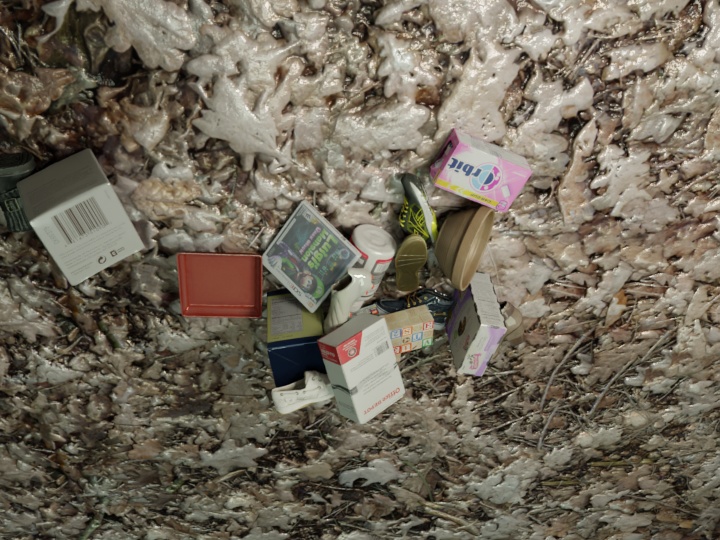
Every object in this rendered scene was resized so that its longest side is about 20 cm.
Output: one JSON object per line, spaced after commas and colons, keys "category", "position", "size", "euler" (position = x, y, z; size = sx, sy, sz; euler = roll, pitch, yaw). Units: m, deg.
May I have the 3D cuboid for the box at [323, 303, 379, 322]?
{"category": "box", "position": [-0.007, 0.183, 1.752], "size": [0.136, 0.040, 0.201], "euler": [-18, 134, -6]}

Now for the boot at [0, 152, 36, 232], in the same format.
{"category": "boot", "position": [-0.762, -0.156, 1.460], "size": [0.209, 0.080, 0.159], "euler": [-4, 130, -3]}

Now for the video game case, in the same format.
{"category": "video game case", "position": [-0.119, -0.030, 1.602], "size": [0.182, 0.023, 0.200], "euler": [44, 119, 5]}

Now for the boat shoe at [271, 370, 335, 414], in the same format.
{"category": "boat shoe", "position": [-0.111, 0.266, 1.617], "size": [0.198, 0.071, 0.070], "euler": [-22, 104, -7]}

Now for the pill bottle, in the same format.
{"category": "pill bottle", "position": [0.000, 0.000, 1.643], "size": [0.110, 0.111, 0.201], "euler": [14, 126, -17]}

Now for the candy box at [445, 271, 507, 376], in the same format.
{"category": "candy box", "position": [0.278, 0.129, 1.719], "size": [0.071, 0.201, 0.169], "euler": [9, 129, -13]}

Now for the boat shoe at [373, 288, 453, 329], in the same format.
{"category": "boat shoe", "position": [0.133, 0.083, 1.760], "size": [0.198, 0.071, 0.092], "euler": [12, 117, -16]}

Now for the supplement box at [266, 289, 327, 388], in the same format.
{"category": "supplement box", "position": [-0.151, 0.180, 1.717], "size": [0.133, 0.201, 0.201], "euler": [-7, 130, -2]}

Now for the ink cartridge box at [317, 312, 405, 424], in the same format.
{"category": "ink cartridge box", "position": [0.004, 0.219, 1.572], "size": [0.144, 0.083, 0.202], "euler": [-28, 112, -32]}

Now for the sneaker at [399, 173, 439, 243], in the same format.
{"category": "sneaker", "position": [0.121, -0.128, 1.574], "size": [0.084, 0.075, 0.201], "euler": [-19, 129, 11]}

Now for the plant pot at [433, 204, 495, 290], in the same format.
{"category": "plant pot", "position": [0.229, -0.062, 1.592], "size": [0.092, 0.201, 0.202], "euler": [22, 132, 18]}

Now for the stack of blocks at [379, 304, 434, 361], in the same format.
{"category": "stack of blocks", "position": [0.076, 0.166, 1.703], "size": [0.198, 0.059, 0.116], "euler": [-13, 133, -14]}

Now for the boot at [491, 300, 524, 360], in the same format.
{"category": "boot", "position": [0.338, 0.160, 1.845], "size": [0.199, 0.070, 0.147], "euler": [-27, 121, 15]}

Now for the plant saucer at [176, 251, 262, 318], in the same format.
{"category": "plant saucer", "position": [-0.336, 0.029, 1.683], "size": [0.198, 0.037, 0.201], "euler": [1, 129, -8]}

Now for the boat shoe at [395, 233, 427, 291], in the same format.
{"category": "boat shoe", "position": [0.114, -0.027, 1.630], "size": [0.072, 0.064, 0.201], "euler": [-5, 146, -2]}

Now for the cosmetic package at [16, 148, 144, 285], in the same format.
{"category": "cosmetic package", "position": [-0.566, -0.112, 1.408], "size": [0.164, 0.200, 0.166], "euler": [-29, 130, -14]}

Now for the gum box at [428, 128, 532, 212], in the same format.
{"category": "gum box", "position": [0.257, -0.218, 1.518], "size": [0.198, 0.066, 0.114], "euler": [18, 124, -19]}

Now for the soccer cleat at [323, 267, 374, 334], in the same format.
{"category": "soccer cleat", "position": [-0.044, 0.067, 1.586], "size": [0.077, 0.070, 0.201], "euler": [20, 124, -25]}
